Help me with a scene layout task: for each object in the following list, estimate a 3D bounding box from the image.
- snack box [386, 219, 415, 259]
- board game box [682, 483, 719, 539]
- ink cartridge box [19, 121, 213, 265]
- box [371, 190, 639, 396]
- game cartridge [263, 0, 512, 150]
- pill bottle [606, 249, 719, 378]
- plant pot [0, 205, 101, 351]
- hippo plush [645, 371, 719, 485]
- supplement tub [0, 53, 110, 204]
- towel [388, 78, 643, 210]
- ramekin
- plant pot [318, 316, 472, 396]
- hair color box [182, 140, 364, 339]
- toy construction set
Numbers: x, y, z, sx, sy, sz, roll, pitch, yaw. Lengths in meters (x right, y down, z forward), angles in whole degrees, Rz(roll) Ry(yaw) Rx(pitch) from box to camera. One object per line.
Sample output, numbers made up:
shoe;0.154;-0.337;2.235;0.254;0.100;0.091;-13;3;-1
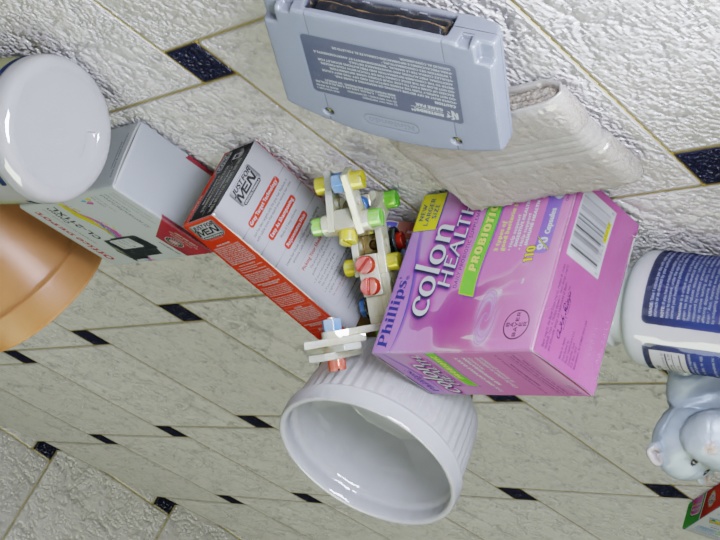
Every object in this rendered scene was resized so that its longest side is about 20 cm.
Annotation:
snack box;0.009;-0.031;1.468;0.199;0.024;0.072;7;154;29
board game box;0.547;0.344;1.881;0.152;0.040;0.200;19;158;2
ink cartridge box;-0.256;-0.078;1.503;0.146;0.083;0.200;34;154;-34
box;0.133;0.017;1.271;0.200;0.176;0.097;-5;148;48
game cartridge;0.024;-0.159;1.093;0.199;0.042;0.133;16;152;21
pill bottle;0.308;0.040;1.263;0.199;0.111;0.111;7;156;29
plant pot;-0.439;-0.016;1.688;0.200;0.200;0.140;-6;132;48
hippo plush;0.332;0.124;1.375;0.159;0.161;0.200;32;155;-30
supplement tub;-0.364;-0.138;1.368;0.199;0.145;0.145;2;153;37
towel;0.131;-0.105;1.177;0.200;0.035;0.132;-6;148;46
ramekin;0.026;0.160;1.413;0.199;0.105;0.201;19;142;16
plant pot;0.054;0.089;1.528;0.186;0.187;0.200;19;152;1
hair color box;-0.073;-0.028;1.401;0.200;0.102;0.061;42;148;-25
toy construction set;0.000;0.000;1.348;0.092;0.201;0.131;6;-177;18
